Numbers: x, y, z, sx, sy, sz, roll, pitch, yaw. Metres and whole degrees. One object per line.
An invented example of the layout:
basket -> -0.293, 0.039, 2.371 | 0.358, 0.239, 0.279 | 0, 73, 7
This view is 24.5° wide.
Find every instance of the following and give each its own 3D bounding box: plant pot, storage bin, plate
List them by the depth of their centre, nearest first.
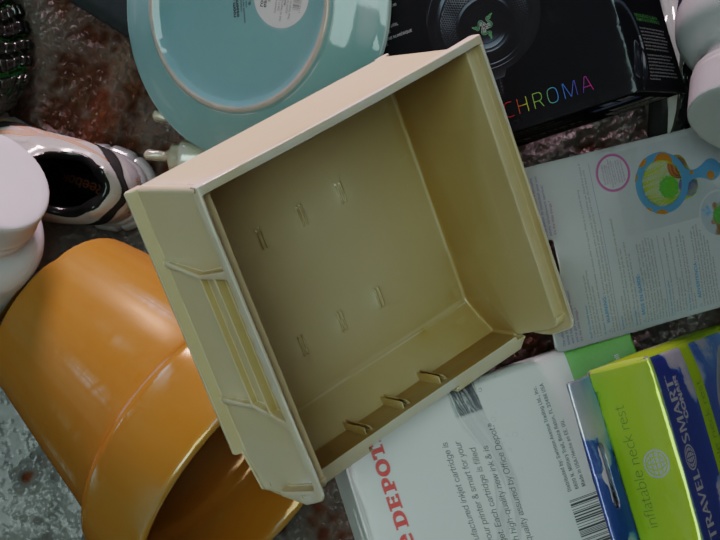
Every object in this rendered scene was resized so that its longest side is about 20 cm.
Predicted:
storage bin -> 0.000, 0.000, 0.937 | 0.200, 0.094, 0.199 | -32, 110, -30
plate -> -0.073, -0.169, 1.052 | 0.199, 0.026, 0.202 | 2, 95, 28
plant pot -> -0.132, 0.079, 1.069 | 0.183, 0.200, 0.201 | 38, 95, 23

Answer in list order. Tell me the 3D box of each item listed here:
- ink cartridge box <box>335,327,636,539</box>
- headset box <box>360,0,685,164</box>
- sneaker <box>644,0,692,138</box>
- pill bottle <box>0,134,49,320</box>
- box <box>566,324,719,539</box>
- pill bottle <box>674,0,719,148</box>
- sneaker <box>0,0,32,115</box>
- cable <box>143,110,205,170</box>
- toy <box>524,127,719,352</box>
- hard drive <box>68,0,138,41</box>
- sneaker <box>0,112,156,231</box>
ink cartridge box -> 0.091, 0.137, 1.046 | 0.199, 0.084, 0.146 | -17, 86, -11
headset box -> 0.086, -0.181, 1.033 | 0.173, 0.093, 0.201 | -15, 87, 28
sneaker -> 0.181, -0.173, 1.077 | 0.079, 0.074, 0.201 | -11, 84, 23
pill bottle -> -0.277, -0.002, 1.081 | 0.109, 0.109, 0.200 | 49, 131, 7
box -> 0.201, 0.102, 0.999 | 0.047, 0.200, 0.123 | -19, 86, 33
pill bottle -> 0.251, -0.176, 1.005 | 0.110, 0.111, 0.201 | 8, 66, 9
sneaker -> -0.293, -0.192, 1.154 | 0.085, 0.078, 0.201 | -27, 76, 15
cable -> -0.045, -0.067, 1.115 | 0.199, 0.050, 0.098 | -4, 86, 9
toy -> 0.196, -0.029, 1.051 | 0.199, 0.047, 0.116 | -14, 96, -14
hard drive -> -0.147, -0.233, 1.117 | 0.199, 0.033, 0.140 | 32, 107, 17
sneaker -> -0.241, -0.074, 1.135 | 0.199, 0.080, 0.074 | 9, 92, 11
